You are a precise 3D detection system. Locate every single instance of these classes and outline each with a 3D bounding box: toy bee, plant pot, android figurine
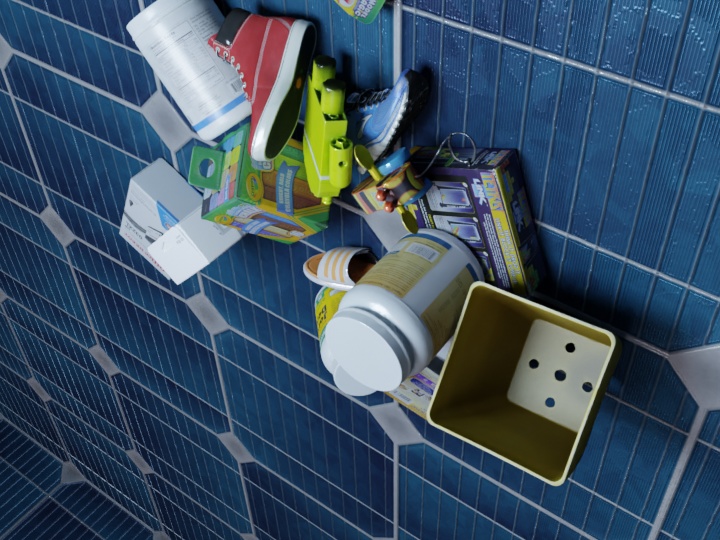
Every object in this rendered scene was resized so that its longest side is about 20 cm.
[{"bbox_3d":[0.039,-0.113,1.140,0.131,0.109,0.200,42,146,6],"label":"toy bee"},{"bbox_3d":[0.239,0.143,1.188,0.200,0.176,0.200,23,98,31],"label":"plant pot"},{"bbox_3d":[-0.047,-0.184,1.226,0.182,0.041,0.200,-110,19,-47],"label":"android figurine"}]

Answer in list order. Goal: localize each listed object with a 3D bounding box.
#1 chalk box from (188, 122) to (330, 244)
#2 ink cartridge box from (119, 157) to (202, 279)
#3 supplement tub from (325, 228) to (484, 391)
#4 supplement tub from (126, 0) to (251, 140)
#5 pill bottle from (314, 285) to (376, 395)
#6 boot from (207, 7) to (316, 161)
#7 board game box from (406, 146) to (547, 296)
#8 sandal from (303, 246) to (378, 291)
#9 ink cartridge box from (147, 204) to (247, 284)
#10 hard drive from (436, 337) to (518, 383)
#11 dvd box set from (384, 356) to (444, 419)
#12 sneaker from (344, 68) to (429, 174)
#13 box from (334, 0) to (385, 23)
[{"bbox_3d":[-0.155,-0.132,1.328,0.200,0.125,0.124,16,160,-32],"label":"chalk box"},{"bbox_3d":[-0.375,-0.095,1.715,0.145,0.084,0.200,42,146,5],"label":"ink cartridge box"},{"bbox_3d":[0.061,0.051,1.200,0.145,0.200,0.145,27,141,25],"label":"supplement tub"},{"bbox_3d":[-0.233,-0.305,1.312,0.132,0.132,0.200,-16,112,52],"label":"supplement tub"},{"bbox_3d":[-0.010,0.104,1.417,0.113,0.200,0.113,-4,123,-6],"label":"pill bottle"},{"bbox_3d":[-0.154,-0.256,1.228,0.144,0.200,0.072,15,179,16],"label":"boot"},{"bbox_3d":[0.150,-0.069,1.212,0.165,0.057,0.200,8,131,39],"label":"board game box"},{"bbox_3d":[0.005,-0.005,1.420,0.207,0.079,0.059,16,135,24],"label":"sandal"},{"bbox_3d":[-0.236,-0.077,1.484,0.083,0.200,0.146,52,145,-8],"label":"ink cartridge box"},{"bbox_3d":[0.150,0.127,1.373,0.132,0.027,0.200,39,162,-31],"label":"hard drive"},{"bbox_3d":[0.132,0.207,1.480,0.146,0.029,0.200,33,154,-3],"label":"dvd box set"},{"bbox_3d":[0.019,-0.207,1.192,0.089,0.079,0.200,44,146,-1],"label":"sneaker"},{"bbox_3d":[-0.031,-0.402,1.076,0.200,0.048,0.117,47,145,4],"label":"box"}]
